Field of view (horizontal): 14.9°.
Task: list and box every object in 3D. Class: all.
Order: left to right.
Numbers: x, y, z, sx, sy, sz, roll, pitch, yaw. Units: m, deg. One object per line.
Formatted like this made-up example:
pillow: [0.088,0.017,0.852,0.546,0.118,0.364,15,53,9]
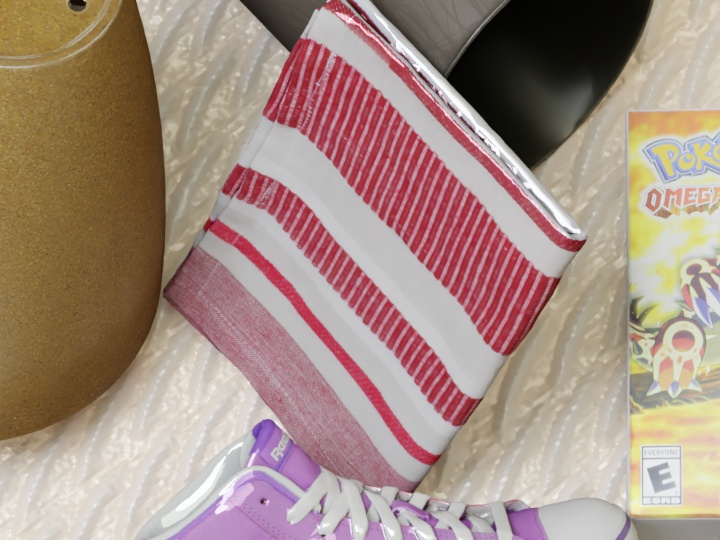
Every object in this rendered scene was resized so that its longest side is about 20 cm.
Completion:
plant pot: [-0.156,-0.060,1.095,0.186,0.200,0.187,7,57,-10]
towel: [0.000,0.000,1.108,0.023,0.200,0.144,-30,70,-41]
basket: [0.005,-0.144,1.163,0.200,0.180,0.136,44,97,19]
sneaker: [0.007,0.106,1.102,0.200,0.073,0.115,-18,105,-1]
video game box: [0.211,0.020,1.154,0.199,0.047,0.183,-2,70,8]
